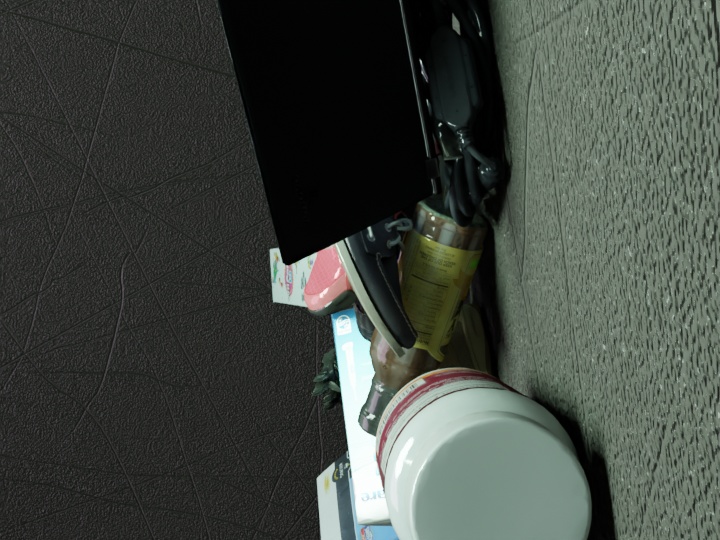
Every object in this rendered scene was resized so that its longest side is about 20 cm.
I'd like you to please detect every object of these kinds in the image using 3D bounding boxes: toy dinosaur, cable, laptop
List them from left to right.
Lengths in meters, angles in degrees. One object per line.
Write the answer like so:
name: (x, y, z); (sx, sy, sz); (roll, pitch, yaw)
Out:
laptop: (-0.016, -0.137, 0.739); (0.200, 0.116, 0.188); (-96, -5, -64)
toy dinosaur: (0.028, 0.129, 1.149); (0.102, 0.136, 0.200); (89, -162, -50)
cable: (0.071, -0.137, 0.793); (0.163, 0.051, 0.200); (72, -173, -71)

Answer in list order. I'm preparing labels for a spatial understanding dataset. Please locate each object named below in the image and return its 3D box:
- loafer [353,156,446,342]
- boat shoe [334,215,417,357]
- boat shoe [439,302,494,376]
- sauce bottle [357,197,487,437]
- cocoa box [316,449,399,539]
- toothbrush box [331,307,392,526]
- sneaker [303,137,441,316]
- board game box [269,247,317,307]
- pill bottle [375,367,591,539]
loafer: (0.043, -0.035, 0.945); (0.072, 0.073, 0.200); (67, -147, -58)
boat shoe: (0.007, -0.034, 0.812); (0.073, 0.063, 0.200); (71, 175, -83)
boat shoe: (0.086, 0.119, 0.905); (0.071, 0.064, 0.200); (85, 178, -50)
sauce bottle: (0.045, 0.042, 0.870); (0.065, 0.065, 0.200); (-101, 28, -67)
cocoa box: (0.044, 0.285, 1.184); (0.133, 0.131, 0.200); (40, -163, -22)
toothbrush box: (0.051, 0.139, 1.018); (0.146, 0.085, 0.200); (28, -128, -60)
sneaker: (-0.009, -0.060, 0.882); (0.074, 0.087, 0.200); (8, 68, 62)
board game box: (0.000, 0.000, 1.094); (0.200, 0.147, 0.064); (-179, 85, -73)
pill bottle: (0.069, 0.123, 0.648); (0.200, 0.114, 0.114); (-169, 72, -88)
